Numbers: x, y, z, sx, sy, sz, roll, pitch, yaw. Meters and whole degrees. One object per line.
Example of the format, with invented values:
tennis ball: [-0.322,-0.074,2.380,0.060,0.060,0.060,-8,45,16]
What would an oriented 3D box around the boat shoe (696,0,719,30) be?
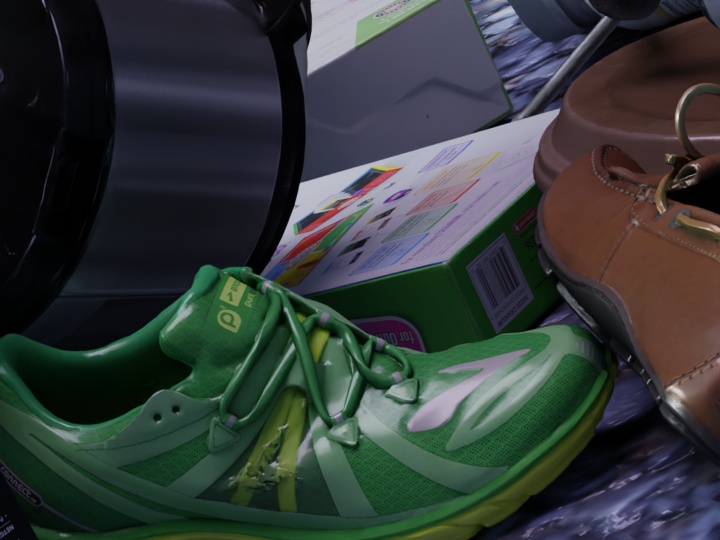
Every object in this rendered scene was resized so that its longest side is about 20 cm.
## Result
boat shoe: [0.158,-0.116,1.043,0.091,0.071,0.200,-10,13,46]

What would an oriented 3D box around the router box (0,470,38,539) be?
router box: [-0.167,0.072,0.922,0.051,0.150,0.200,-34,16,-28]

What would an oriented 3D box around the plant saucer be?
plant saucer: [0.154,-0.061,1.017,0.199,0.030,0.200,-11,18,3]

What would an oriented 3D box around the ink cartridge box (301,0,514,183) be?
ink cartridge box: [-0.030,-0.076,1.405,0.117,0.068,0.200,-31,16,-21]

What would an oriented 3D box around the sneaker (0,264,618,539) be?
sneaker: [-0.023,0.041,0.888,0.199,0.084,0.074,-9,24,9]

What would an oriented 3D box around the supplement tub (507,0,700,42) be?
supplement tub: [0.155,-0.195,1.353,0.199,0.146,0.145,-20,15,21]

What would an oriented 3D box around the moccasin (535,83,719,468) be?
moccasin: [0.100,-0.003,0.853,0.078,0.074,0.201,-49,12,5]

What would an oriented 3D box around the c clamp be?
c clamp: [0.112,-0.121,1.085,0.171,0.027,0.200,-53,-4,1]

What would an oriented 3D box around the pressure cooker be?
pressure cooker: [-0.118,-0.048,1.035,0.175,0.180,0.200,7,4,27]

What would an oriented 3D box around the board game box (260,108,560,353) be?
board game box: [0.000,0.000,1.125,0.199,0.040,0.153,-14,18,40]

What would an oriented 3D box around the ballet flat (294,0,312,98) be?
ballet flat: [-0.057,-0.063,1.254,0.068,0.201,0.068,17,4,-31]
